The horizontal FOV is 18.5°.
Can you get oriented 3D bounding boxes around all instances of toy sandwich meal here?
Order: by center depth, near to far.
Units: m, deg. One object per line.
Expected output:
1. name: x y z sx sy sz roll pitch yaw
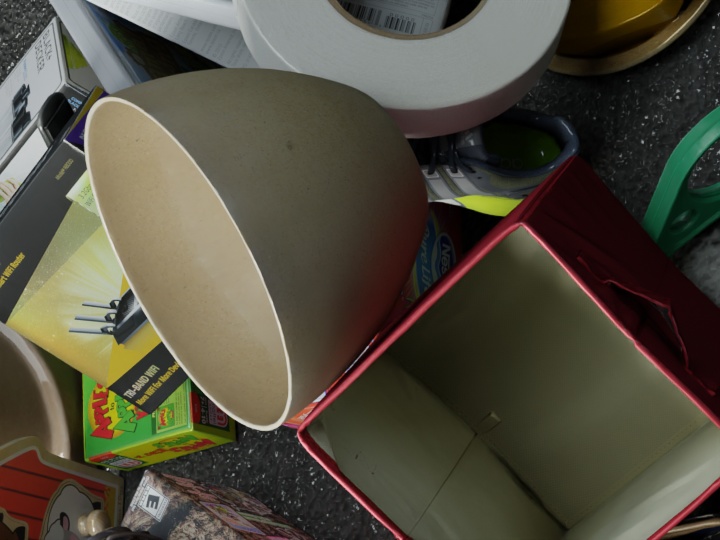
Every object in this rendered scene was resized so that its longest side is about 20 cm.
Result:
1. toy sandwich meal: 0.150 -0.217 1.364 0.205 0.070 0.205 -12 70 36

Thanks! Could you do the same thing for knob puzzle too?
1. knob puzzle: -0.218 0.205 1.455 0.030 0.220 0.220 -8 72 32

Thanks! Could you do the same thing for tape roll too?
1. tape roll: 0.024 -0.172 1.308 0.203 0.037 0.203 2 63 -5

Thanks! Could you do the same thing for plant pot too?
1. plant pot: -0.043 -0.032 1.217 0.134 0.200 0.200 -30 47 -24
2. plant pot: -0.309 0.123 1.529 0.200 0.175 0.200 5 101 27

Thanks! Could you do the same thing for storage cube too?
1. storage cube: 0.103 0.067 1.213 0.171 0.180 0.200 46 110 0

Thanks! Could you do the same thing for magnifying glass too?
1. magnifying glass: 0.181 -0.027 1.293 0.200 0.080 0.022 -54 54 27

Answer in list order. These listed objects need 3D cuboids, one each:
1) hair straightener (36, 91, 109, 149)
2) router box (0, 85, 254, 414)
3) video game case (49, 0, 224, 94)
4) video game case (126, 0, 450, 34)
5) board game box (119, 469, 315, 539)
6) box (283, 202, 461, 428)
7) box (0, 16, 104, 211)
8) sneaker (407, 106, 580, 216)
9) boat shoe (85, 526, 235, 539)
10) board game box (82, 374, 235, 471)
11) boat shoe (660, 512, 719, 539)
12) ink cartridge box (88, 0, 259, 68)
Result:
1. hair straightener: -0.172 -0.037 1.439 0.077 0.200 0.041 5 50 22
2. router box: -0.148 -0.007 1.383 0.200 0.157 0.052 -44 16 49
3. video game case: -0.118 -0.123 1.478 0.022 0.182 0.200 -46 54 17
4. video game case: -0.036 -0.209 1.390 0.022 0.200 0.182 102 -177 -47
5. board game box: -0.077 0.244 1.398 0.200 0.097 0.160 28 96 40
6. box: 0.000 0.000 1.406 0.100 0.095 0.200 -13 69 35
7. box: -0.255 -0.077 1.629 0.200 0.060 0.117 -48 28 18
8. sneaker: 0.040 -0.074 1.324 0.081 0.200 0.074 135 127 -66
9. boat shoe: -0.148 0.189 1.362 0.200 0.072 0.065 -24 68 38
10. board game box: -0.145 0.030 1.544 0.102 0.048 0.200 -18 66 34
11. boat shoe: 0.153 0.182 1.248 0.200 0.072 0.072 -36 59 26
12. ink cartridge box: -0.156 -0.209 1.472 0.047 0.200 0.198 -61 16 16
